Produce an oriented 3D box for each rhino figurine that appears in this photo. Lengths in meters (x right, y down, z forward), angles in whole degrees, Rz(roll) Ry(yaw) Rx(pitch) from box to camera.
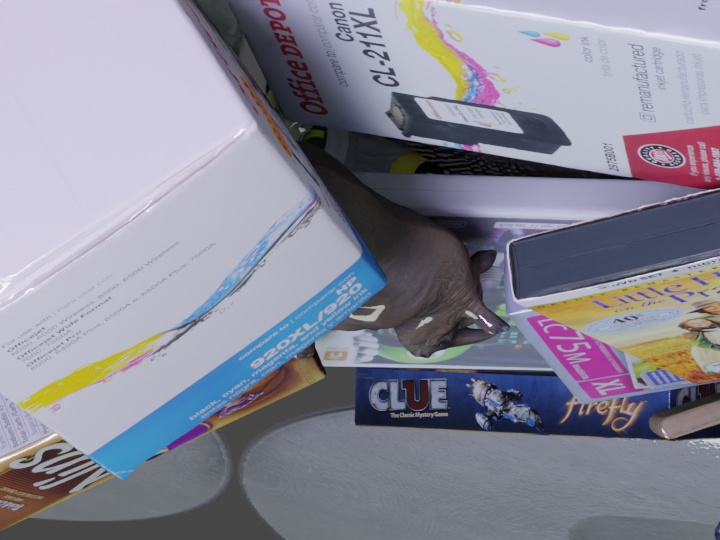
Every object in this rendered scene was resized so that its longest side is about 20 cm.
[{"bbox_3d":[0.000,0.000,1.295,0.087,0.060,0.200,-33,141,27],"label":"rhino figurine"}]

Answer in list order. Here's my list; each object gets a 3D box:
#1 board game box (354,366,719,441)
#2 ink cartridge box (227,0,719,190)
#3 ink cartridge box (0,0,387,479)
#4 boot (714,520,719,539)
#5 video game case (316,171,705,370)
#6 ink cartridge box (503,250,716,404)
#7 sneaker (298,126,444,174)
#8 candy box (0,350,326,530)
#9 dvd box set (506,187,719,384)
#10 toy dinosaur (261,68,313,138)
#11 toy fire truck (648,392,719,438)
[{"bbox_3d":[0.116,0.071,1.582,0.199,0.035,0.135,1,179,35],"label":"board game box"},{"bbox_3d":[0.057,-0.106,1.127,0.199,0.083,0.146,10,161,14],"label":"ink cartridge box"},{"bbox_3d":[-0.105,-0.037,1.128,0.147,0.144,0.200,56,-178,22],"label":"ink cartridge box"},{"bbox_3d":[0.247,0.070,1.346,0.090,0.200,0.073,14,-153,-25],"label":"boot"},{"bbox_3d":[0.079,0.005,1.404,0.199,0.023,0.182,1,155,-8],"label":"video game case"},{"bbox_3d":[0.179,0.012,1.357,0.199,0.042,0.119,-13,152,18],"label":"ink cartridge box"},{"bbox_3d":[-0.005,-0.012,1.457,0.076,0.076,0.200,16,163,0],"label":"sneaker"},{"bbox_3d":[-0.122,0.059,1.379,0.199,0.057,0.117,-24,164,1],"label":"candy box"},{"bbox_3d":[0.169,0.005,1.223,0.146,0.030,0.200,-14,162,25],"label":"dvd box set"},{"bbox_3d":[-0.069,-0.060,1.367,0.088,0.047,0.200,50,148,14],"label":"toy dinosaur"},{"bbox_3d":[0.250,0.085,1.489,0.200,0.129,0.176,29,160,-4],"label":"toy fire truck"}]
